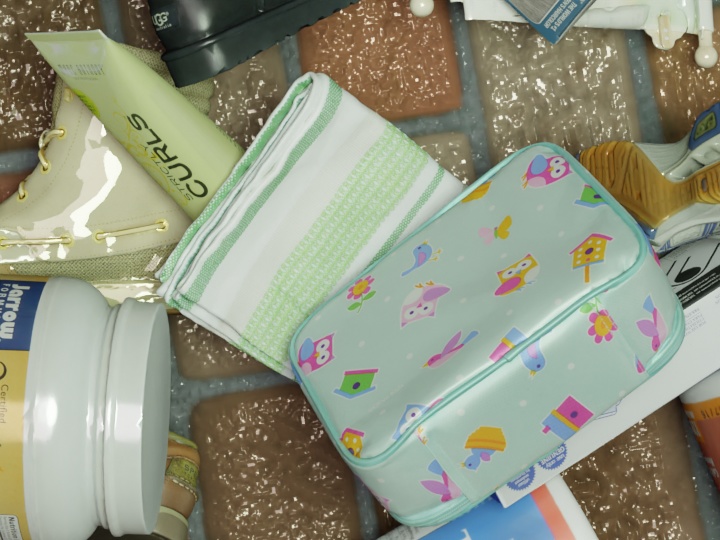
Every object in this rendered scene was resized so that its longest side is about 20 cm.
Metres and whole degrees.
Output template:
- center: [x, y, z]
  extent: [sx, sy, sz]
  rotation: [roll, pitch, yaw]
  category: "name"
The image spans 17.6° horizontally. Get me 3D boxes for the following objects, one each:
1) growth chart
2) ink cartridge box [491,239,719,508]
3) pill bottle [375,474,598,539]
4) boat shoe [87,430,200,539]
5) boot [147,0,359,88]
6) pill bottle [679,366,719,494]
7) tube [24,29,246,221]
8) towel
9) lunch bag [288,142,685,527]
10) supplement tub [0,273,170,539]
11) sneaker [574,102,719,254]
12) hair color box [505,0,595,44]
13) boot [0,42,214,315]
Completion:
- center: [0.111, -0.197, 1.308]
  extent: [0.199, 0.018, 0.146]
  rotation: [6, 77, -13]
  category: "growth chart"
- center: [0.138, 0.052, 1.285]
  extent: [0.199, 0.094, 0.044]
  rotation: [-32, 105, -9]
  category: "ink cartridge box"
- center: [0.043, 0.195, 1.294]
  extent: [0.199, 0.112, 0.113]
  rotation: [-30, 91, 0]
  category: "pill bottle"
- center: [-0.188, 0.114, 1.317]
  extent: [0.199, 0.072, 0.068]
  rotation: [9, 64, 4]
  category: "boat shoe"
- center: [-0.066, -0.206, 1.252]
  extent: [0.198, 0.073, 0.163]
  rotation: [-33, 107, -39]
  category: "boot"
- center: [0.263, 0.132, 1.296]
  extent: [0.112, 0.112, 0.201]
  rotation: [-23, 91, -1]
  category: "pill bottle"
- center: [-0.097, -0.064, 1.256]
  extent: [0.058, 0.052, 0.200]
  rotation: [-30, 125, 21]
  category: "tube"
- center: [0.000, 0.000, 1.280]
  extent: [0.200, 0.031, 0.149]
  rotation: [36, 92, -35]
  category: "towel"
- center: [0.066, 0.030, 1.219]
  extent: [0.200, 0.160, 0.077]
  rotation: [-37, 123, 0]
  category: "lunch bag"
- center: [-0.204, 0.073, 1.217]
  extent: [0.199, 0.144, 0.145]
  rotation: [2, 91, 2]
  category: "supplement tub"
- center: [0.186, -0.036, 1.283]
  extent: [0.088, 0.199, 0.076]
  rotation: [18, 64, -40]
  category: "sneaker"
- center: [0.159, -0.224, 1.263]
  extent: [0.060, 0.100, 0.200]
  rotation: [42, 68, 1]
  category: "hair color box"
- center: [-0.180, -0.055, 1.303]
  extent: [0.199, 0.073, 0.156]
  rotation: [3, 92, -7]
  category: "boot"
